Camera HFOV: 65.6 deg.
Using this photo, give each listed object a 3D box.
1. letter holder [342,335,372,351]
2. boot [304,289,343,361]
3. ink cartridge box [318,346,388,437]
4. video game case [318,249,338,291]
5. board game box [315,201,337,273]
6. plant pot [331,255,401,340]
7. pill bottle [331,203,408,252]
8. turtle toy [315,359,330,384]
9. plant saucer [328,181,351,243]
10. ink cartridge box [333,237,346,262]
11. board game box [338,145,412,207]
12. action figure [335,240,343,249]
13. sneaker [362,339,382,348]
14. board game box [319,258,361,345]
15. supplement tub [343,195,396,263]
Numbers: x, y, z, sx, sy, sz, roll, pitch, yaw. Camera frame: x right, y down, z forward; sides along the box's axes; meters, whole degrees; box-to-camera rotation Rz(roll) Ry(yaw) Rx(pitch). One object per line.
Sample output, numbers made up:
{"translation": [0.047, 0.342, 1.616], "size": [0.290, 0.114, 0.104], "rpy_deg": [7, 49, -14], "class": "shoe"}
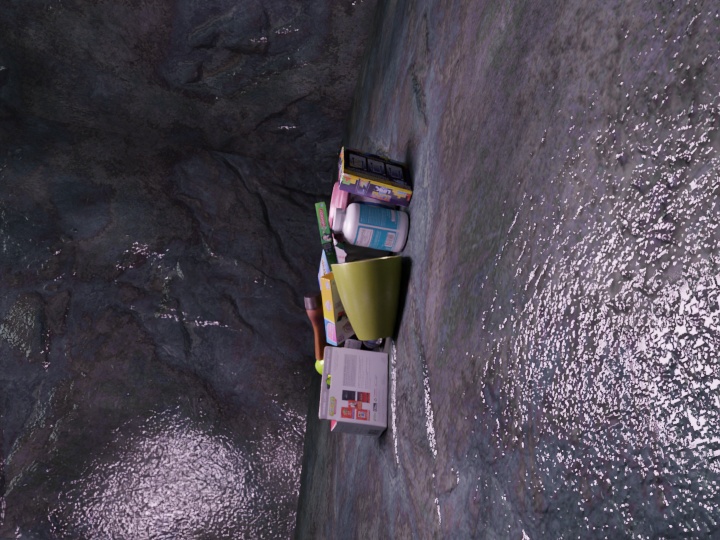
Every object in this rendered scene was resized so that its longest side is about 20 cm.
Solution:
{"translation": [-0.011, 0.189, 1.755], "size": [0.142, 0.099, 0.203], "rpy_deg": [-111, 31, -76], "class": "letter holder"}
{"translation": [-0.069, 0.138, 1.621], "size": [0.188, 0.068, 0.202], "rpy_deg": [-31, -63, -45], "class": "boot"}
{"translation": [-0.022, 0.310, 1.446], "size": [0.084, 0.173, 0.202], "rpy_deg": [113, 164, -55], "class": "ink cartridge box"}
{"translation": [-0.092, 0.061, 1.784], "size": [0.182, 0.045, 0.202], "rpy_deg": [111, 150, -60], "class": "video game case"}
{"translation": [-0.089, -0.076, 1.561], "size": [0.201, 0.029, 0.136], "rpy_deg": [80, 178, -58], "class": "board game box"}
{"translation": [0.027, 0.073, 1.448], "size": [0.187, 0.185, 0.203], "rpy_deg": [-172, 75, -81], "class": "plant pot"}
{"translation": [0.023, -0.119, 1.504], "size": [0.111, 0.197, 0.112], "rpy_deg": [-170, 90, -81], "class": "pill bottle"}
{"translation": [-0.045, 0.295, 1.635], "size": [0.101, 0.197, 0.147], "rpy_deg": [-60, -34, -48], "class": "turtle toy"}
{"translation": [-0.062, -0.184, 1.675], "size": [0.201, 0.050, 0.203], "rpy_deg": [8, -90, -90], "class": "plant saucer"}
{"translation": [-0.023, -0.126, 1.987], "size": [0.083, 0.145, 0.202], "rpy_deg": [-103, 24, -70], "class": "ink cartridge box"}
{"translation": [0.038, -0.262, 1.550], "size": [0.166, 0.197, 0.057], "rpy_deg": [-91, 18, -52], "class": "board game box"}
{"translation": [0.009, -0.140, 1.853], "size": [0.055, 0.199, 0.118], "rpy_deg": [58, -162, 14], "class": "action figure"}
{"translation": [0.038, 0.124, 1.602], "size": [0.087, 0.073, 0.203], "rpy_deg": [84, -164, -77], "class": "sneaker"}
{"translation": [-0.040, 0.088, 1.572], "size": [0.152, 0.040, 0.203], "rpy_deg": [-28, -58, -44], "class": "board game box"}
{"translation": [0.025, -0.112, 1.667], "size": [0.145, 0.143, 0.203], "rpy_deg": [152, 126, -79], "class": "supplement tub"}
